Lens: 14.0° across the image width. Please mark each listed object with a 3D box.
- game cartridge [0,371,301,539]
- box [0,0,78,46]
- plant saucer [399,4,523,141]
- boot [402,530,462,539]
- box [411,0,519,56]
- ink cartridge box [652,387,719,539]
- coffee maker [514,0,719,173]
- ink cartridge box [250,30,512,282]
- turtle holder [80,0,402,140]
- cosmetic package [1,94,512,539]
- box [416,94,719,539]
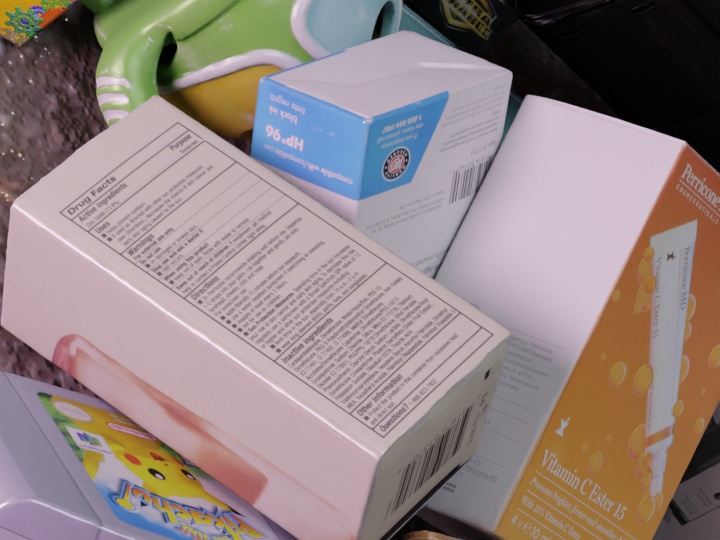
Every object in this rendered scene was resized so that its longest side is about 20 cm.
[{"bbox_3d":[-0.089,0.102,1.238,0.200,0.040,0.133,19,22,-36],"label":"game cartridge"},{"bbox_3d":[-0.127,-0.247,1.351,0.122,0.193,0.200,35,46,-24],"label":"box"},{"bbox_3d":[0.016,-0.115,1.545,0.200,0.019,0.070,35,44,-22],"label":"plant saucer"},{"bbox_3d":[0.025,0.189,1.256,0.200,0.074,0.155,36,57,-73],"label":"boot"},{"bbox_3d":[0.055,-0.228,1.621,0.159,0.046,0.200,44,42,-6],"label":"box"},{"bbox_3d":[0.211,0.083,1.471,0.147,0.200,0.083,-20,80,-49],"label":"ink cartridge box"},{"bbox_3d":[0.189,-0.115,1.551,0.200,0.135,0.192,42,24,-33],"label":"coffee maker"},{"bbox_3d":[0.000,0.000,1.370,0.068,0.200,0.116,24,28,31],"label":"ink cartridge box"},{"bbox_3d":[-0.051,-0.121,1.386,0.132,0.141,0.186,48,26,-26],"label":"turtle holder"},{"bbox_3d":[-0.048,0.026,1.263,0.200,0.087,0.103,35,51,19],"label":"cosmetic package"},{"bbox_3d":[0.099,0.039,1.373,0.124,0.097,0.200,35,79,-50],"label":"box"}]
